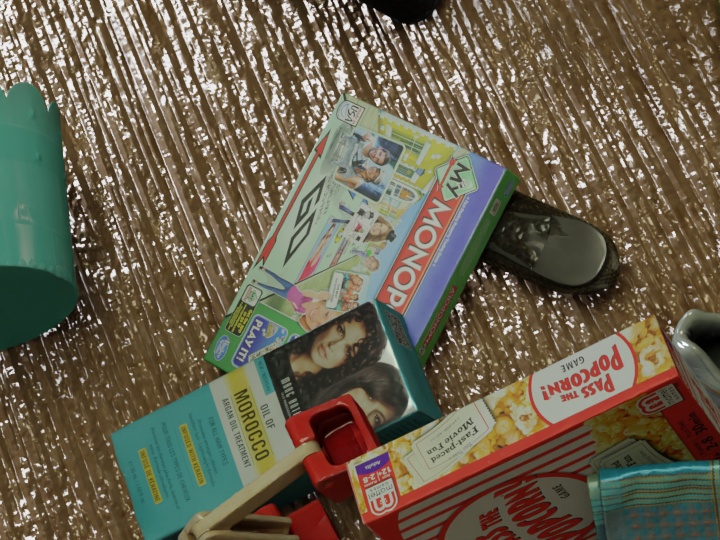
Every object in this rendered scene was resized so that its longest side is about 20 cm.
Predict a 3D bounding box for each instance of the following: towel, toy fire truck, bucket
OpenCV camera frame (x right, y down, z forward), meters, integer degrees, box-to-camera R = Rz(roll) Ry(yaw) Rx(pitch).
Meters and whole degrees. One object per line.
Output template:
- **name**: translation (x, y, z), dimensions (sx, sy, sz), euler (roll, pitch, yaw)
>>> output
- **towel**: translation (0.234, 0.170, 1.363), dimensions (0.199, 0.147, 0.022), euler (-4, 28, 14)
- **toy fire truck**: translation (-0.067, 0.165, 1.447), dimensions (0.199, 0.141, 0.049), euler (-29, 59, 0)
- **bucket**: translation (-0.285, -0.028, 1.582), dimensions (0.206, 0.207, 0.136), euler (-16, 70, 8)

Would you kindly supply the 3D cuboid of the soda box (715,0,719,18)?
- **soda box**: translation (0.279, -0.124, 1.539), dimensions (0.067, 0.064, 0.201), euler (-15, 61, 9)

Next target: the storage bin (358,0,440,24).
- **storage bin**: translation (-0.017, -0.278, 1.667), dimensions (0.200, 0.094, 0.136), euler (34, 98, 28)

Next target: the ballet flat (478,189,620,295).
- **ballet flat**: translation (0.087, -0.033, 1.566), dimensions (0.199, 0.046, 0.068), euler (24, 88, 32)

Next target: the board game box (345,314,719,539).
- **board game box**: translation (0.112, 0.117, 1.396), dimensions (0.199, 0.152, 0.046), euler (-27, 54, 12)

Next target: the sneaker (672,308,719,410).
- **sneaker**: translation (0.277, 0.068, 1.423), dimensions (0.199, 0.092, 0.076), euler (7, 66, 20)

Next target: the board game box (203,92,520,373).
- **board game box**: translation (0.000, 0.000, 1.552), dimensions (0.134, 0.029, 0.201), euler (26, 87, 28)

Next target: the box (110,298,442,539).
- **box**: translation (-0.054, 0.101, 1.504), dimensions (0.199, 0.049, 0.083), euler (-28, 67, 14)
